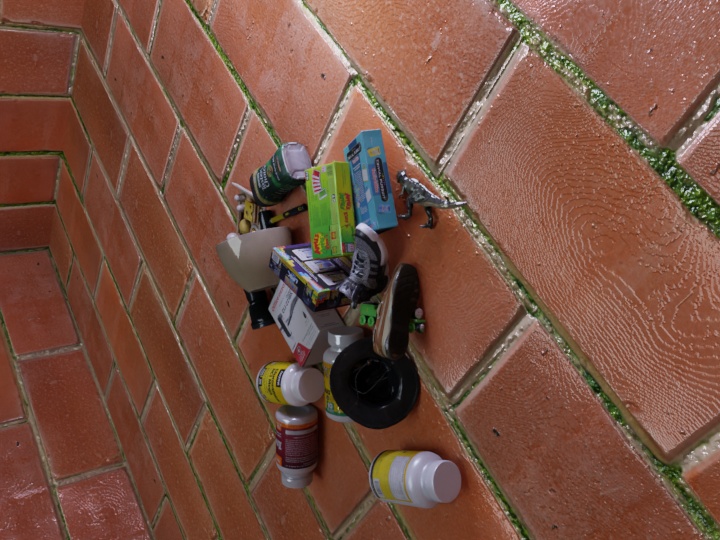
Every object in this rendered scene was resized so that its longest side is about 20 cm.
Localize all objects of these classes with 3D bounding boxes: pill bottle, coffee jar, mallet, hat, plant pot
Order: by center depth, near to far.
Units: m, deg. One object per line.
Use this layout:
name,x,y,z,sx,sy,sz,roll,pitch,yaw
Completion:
pill bottle,0.115,0.438,1.460,0.199,0.111,0.114,-16,85,52
hat,0.028,0.245,1.524,0.081,0.198,0.203,140,119,-85
pill bottle,-0.031,0.237,1.608,0.112,0.112,0.203,10,106,51
coffee jar,-0.207,-0.238,1.761,0.199,0.085,0.106,-29,74,51
plant pot,-0.259,-0.020,1.785,0.199,0.199,0.136,-19,86,52
pill bottle,-0.181,0.295,1.813,0.199,0.111,0.114,-9,90,52
mallet,-0.206,-0.153,1.821,0.199,0.041,0.067,-26,80,47
pill bottle,-0.168,0.463,1.831,0.112,0.112,0.203,15,108,50

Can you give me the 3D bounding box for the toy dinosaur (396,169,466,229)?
toy dinosaur,0.122,-0.135,1.393,0.199,0.047,0.089,35,117,40

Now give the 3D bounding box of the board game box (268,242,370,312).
board game box,-0.091,0.010,1.595,0.200,0.164,0.057,42,126,39

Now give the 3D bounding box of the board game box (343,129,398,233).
board game box,0.020,-0.180,1.472,0.151,0.046,0.203,165,95,-74

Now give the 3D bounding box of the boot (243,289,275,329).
boot,-0.283,0.070,1.887,0.198,0.072,0.165,-175,70,-78

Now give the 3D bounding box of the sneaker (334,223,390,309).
sneaker,0.000,0.000,1.463,0.075,0.114,0.201,32,152,33

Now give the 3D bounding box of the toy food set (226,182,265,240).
toy food set,-0.333,-0.134,1.966,0.143,0.060,0.203,30,120,46

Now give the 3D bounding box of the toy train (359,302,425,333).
toy train,0.068,0.100,1.513,0.199,0.041,0.057,3,87,51

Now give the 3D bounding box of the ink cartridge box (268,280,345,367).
ink cartridge box,-0.140,0.116,1.747,0.201,0.083,0.145,56,137,30

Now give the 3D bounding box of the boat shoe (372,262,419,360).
boat shoe,0.065,0.082,1.438,0.073,0.075,0.203,-3,68,50

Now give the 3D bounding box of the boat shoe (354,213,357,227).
boat shoe,-0.035,-0.137,1.577,0.066,0.071,0.202,-50,50,50

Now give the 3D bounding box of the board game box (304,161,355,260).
board game box,-0.065,-0.129,1.525,0.101,0.047,0.203,-7,87,46
